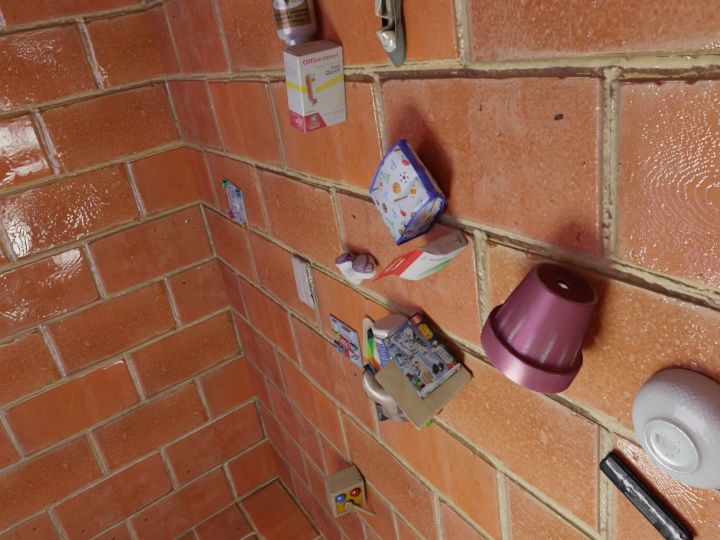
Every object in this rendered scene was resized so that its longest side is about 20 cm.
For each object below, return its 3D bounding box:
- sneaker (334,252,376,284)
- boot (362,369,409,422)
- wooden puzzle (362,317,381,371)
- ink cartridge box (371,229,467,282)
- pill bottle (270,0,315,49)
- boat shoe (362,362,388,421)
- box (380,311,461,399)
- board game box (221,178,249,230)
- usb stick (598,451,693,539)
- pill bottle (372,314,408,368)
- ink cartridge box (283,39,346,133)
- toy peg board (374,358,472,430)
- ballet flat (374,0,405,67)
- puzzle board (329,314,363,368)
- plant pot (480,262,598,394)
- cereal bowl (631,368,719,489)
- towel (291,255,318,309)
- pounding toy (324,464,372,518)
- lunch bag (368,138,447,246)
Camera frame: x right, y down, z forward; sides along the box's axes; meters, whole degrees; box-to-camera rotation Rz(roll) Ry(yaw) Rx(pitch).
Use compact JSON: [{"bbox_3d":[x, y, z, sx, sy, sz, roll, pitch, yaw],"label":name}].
[{"bbox_3d":[0.000,0.000,1.800,0.198,0.075,0.101,18,145,57],"label":"sneaker"},{"bbox_3d":[0.097,0.412,1.881,0.144,0.070,0.203,-1,125,40],"label":"boot"},{"bbox_3d":[0.066,0.280,1.904,0.199,0.037,0.189,41,143,42],"label":"wooden puzzle"},{"bbox_3d":[0.138,-0.014,1.359,0.051,0.197,0.161,60,153,10],"label":"ink cartridge box"},{"bbox_3d":[-0.175,-0.676,1.538,0.114,0.112,0.205,26,132,53],"label":"pill bottle"},{"bbox_3d":[0.051,0.423,1.984,0.084,0.067,0.204,84,161,-81],"label":"boat shoe"},{"bbox_3d":[0.161,0.227,1.554,0.201,0.136,0.040,52,177,37],"label":"box"},{"bbox_3d":[-0.592,-0.310,2.709,0.199,0.025,0.205,35,140,47],"label":"board game box"},{"bbox_3d":[0.551,0.445,1.119,0.201,0.032,0.056,50,142,33],"label":"usb stick"},{"bbox_3d":[0.109,0.245,1.707,0.115,0.114,0.205,14,122,58],"label":"pill bottle"},{"bbox_3d":[-0.120,-0.493,1.539,0.083,0.143,0.204,36,141,43],"label":"ink cartridge box"},{"bbox_3d":[0.179,0.308,1.584,0.200,0.198,0.098,45,174,36],"label":"toy peg board"},{"bbox_3d":[0.059,-0.544,1.253,0.067,0.063,0.204,37,141,45],"label":"ballet flat"},{"bbox_3d":[-0.057,0.265,2.149,0.199,0.017,0.154,26,132,53],"label":"puzzle board"},{"bbox_3d":[0.346,0.095,1.081,0.200,0.196,0.182,46,132,36],"label":"plant pot"},{"bbox_3d":[0.538,0.274,0.956,0.200,0.082,0.204,42,145,39],"label":"cereal bowl"},{"bbox_3d":[-0.223,0.047,2.275,0.132,0.034,0.205,26,132,53],"label":"towel"},{"bbox_3d":[-0.047,1.001,2.541,0.143,0.180,0.205,-130,29,-53],"label":"pounding toy"},{"bbox_3d":[0.116,-0.187,1.357,0.172,0.122,0.201,59,160,17],"label":"lunch bag"}]
